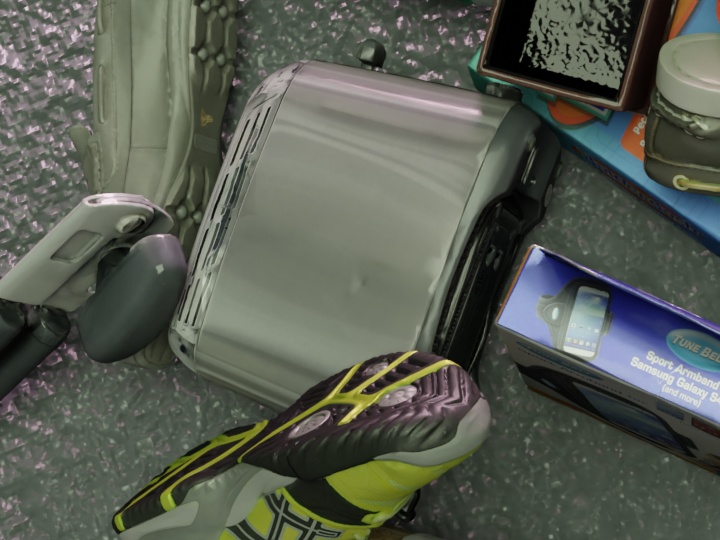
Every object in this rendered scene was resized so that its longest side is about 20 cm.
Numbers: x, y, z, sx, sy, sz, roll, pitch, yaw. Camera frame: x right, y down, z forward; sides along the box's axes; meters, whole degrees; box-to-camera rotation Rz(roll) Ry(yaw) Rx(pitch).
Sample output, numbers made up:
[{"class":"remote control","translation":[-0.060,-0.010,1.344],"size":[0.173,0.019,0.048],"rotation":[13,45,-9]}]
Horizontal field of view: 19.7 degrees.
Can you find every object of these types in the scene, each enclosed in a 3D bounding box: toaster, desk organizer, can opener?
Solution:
[{"class":"toaster","translation":[0.000,0.000,0.931],"size":[0.129,0.114,0.201],"rotation":[20,90,16]},{"class":"desk organizer","translation":[0.111,-0.171,0.885],"size":[0.071,0.077,0.201],"rotation":[16,99,12]},{"class":"can opener","translation":[-0.154,0.037,0.937],"size":[0.200,0.053,0.067],"rotation":[-42,56,28]}]

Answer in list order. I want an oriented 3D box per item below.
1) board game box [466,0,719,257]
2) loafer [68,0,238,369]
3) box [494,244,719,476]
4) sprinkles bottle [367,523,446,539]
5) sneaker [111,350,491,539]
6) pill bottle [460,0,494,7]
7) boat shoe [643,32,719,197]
[{"class":"board game box","translation":[0.173,-0.094,0.950],"size":[0.200,0.045,0.152],"rotation":[36,88,14]},{"class":"loafer","translation":[-0.103,-0.054,0.984],"size":[0.070,0.070,0.201],"rotation":[1,80,26]},{"class":"box","translation":[0.121,0.044,0.855],"size":[0.119,0.200,0.042],"rotation":[24,85,13]},{"class":"sprinkles bottle","translation":[0.059,0.155,0.881],"size":[0.199,0.068,0.069],"rotation":[13,82,34]},{"class":"sneaker","translation":[-0.015,0.094,0.857],"size":[0.200,0.075,0.077],"rotation":[-26,101,43]},{"class":"pill bottle","translation":[-0.010,-0.201,0.962],"size":[0.199,0.113,0.114],"rotation":[19,84,17]},{"class":"boat shoe","translation":[0.220,-0.055,0.882],"size":[0.201,0.072,0.060],"rotation":[7,123,-3]}]
